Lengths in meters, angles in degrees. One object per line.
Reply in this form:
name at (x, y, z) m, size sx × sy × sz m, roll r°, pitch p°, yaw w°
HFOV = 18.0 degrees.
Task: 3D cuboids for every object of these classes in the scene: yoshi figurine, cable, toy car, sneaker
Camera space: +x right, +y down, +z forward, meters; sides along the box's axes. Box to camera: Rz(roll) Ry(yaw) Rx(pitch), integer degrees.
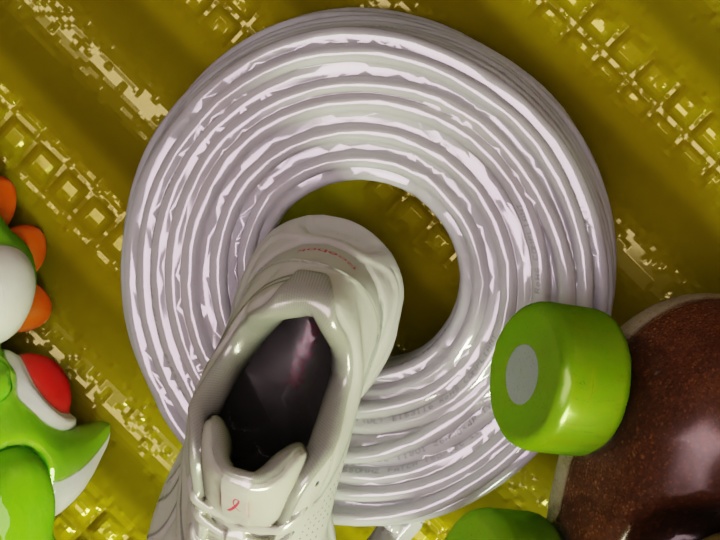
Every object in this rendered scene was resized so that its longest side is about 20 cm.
yoshi figurine at (-0.175, 0.051, 0.910) m, size 0.112 × 0.112 × 0.201 m, roll -9°, pitch 95°, yaw 16°
cable at (0.000, 0.000, 0.894) m, size 0.200 × 0.069 × 0.200 m, roll -42°, pitch 92°, yaw 12°
toy car at (0.150, 0.107, 0.798) m, size 0.163 × 0.200 × 0.159 m, roll 8°, pitch 103°, yaw -28°
sneaker at (-0.043, 0.081, 0.827) m, size 0.077 × 0.099 × 0.201 m, roll 14°, pitch 102°, yaw 7°
